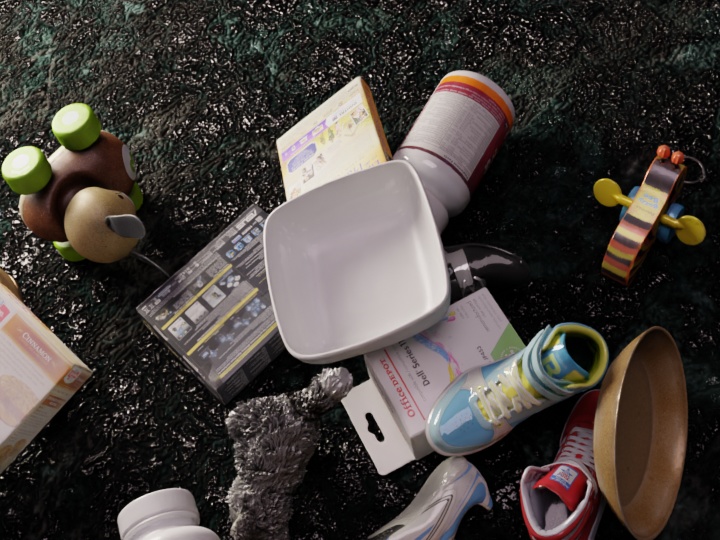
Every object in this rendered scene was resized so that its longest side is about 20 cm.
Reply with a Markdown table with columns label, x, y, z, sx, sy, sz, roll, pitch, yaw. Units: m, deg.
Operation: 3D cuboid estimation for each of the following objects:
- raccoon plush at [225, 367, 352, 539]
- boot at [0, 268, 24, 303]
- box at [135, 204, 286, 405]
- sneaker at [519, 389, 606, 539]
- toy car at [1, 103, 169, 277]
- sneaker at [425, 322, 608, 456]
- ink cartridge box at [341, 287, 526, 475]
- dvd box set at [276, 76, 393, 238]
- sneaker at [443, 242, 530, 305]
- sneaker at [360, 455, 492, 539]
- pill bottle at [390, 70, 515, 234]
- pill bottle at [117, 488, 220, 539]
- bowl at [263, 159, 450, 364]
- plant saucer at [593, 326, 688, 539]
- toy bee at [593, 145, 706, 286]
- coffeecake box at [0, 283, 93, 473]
| label | x | y | z | sx | sy | sz | roll | pitch | yaw |
| --- | --- | --- | --- | --- | --- | --- | --- | --- | --- |
| raccoon plush | -0.080 | 0.194 | 0.956 | 0.095 | 0.200 | 0.136 | 11 | 55 | -23 |
| boot | -0.426 | 0.067 | 1.145 | 0.073 | 0.076 | 0.201 | -32 | 61 | -15 |
| box | -0.144 | 0.035 | 1.133 | 0.160 | 0.049 | 0.200 | 37 | 70 | 29 |
| sneaker | 0.213 | 0.191 | 0.936 | 0.070 | 0.113 | 0.202 | 8 | 59 | 27 |
| toy car | -0.303 | -0.073 | 1.146 | 0.199 | 0.165 | 0.158 | 32 | 69 | 31 |
| sneaker | 0.152 | 0.110 | 0.919 | 0.198 | 0.131 | 0.080 | -32 | 80 | -8 |
| ink cartridge box | 0.081 | 0.121 | 1.031 | 0.198 | 0.068 | 0.118 | -28 | 59 | -8 |
| dvd box set | -0.032 | -0.137 | 1.171 | 0.145 | 0.029 | 0.202 | -35 | 40 | 18 |
| sneaker | 0.096 | 0.020 | 1.091 | 0.196 | 0.074 | 0.090 | 1 | 58 | 22 |
| sneaker | 0.051 | 0.274 | 0.946 | 0.199 | 0.072 | 0.073 | -42 | 91 | -8 |
| pill bottle | 0.101 | -0.136 | 1.158 | 0.108 | 0.110 | 0.202 | 23 | 68 | 22 |
| pill bottle | -0.175 | 0.322 | 0.924 | 0.110 | 0.112 | 0.202 | -22 | 58 | -4 |
| bowl | 0.000 | 0.000 | 1.040 | 0.197 | 0.075 | 0.203 | -20 | 61 | 11 |
| plant saucer | 0.268 | 0.155 | 0.916 | 0.035 | 0.201 | 0.202 | 1 | 55 | 37 |
| toy bee | 0.334 | -0.089 | 1.094 | 0.128 | 0.109 | 0.203 | 8 | 60 | 16 |
| coffeecake box | -0.430 | 0.134 | 1.064 | 0.153 | 0.073 | 0.200 | 41 | 81 | 10 |
